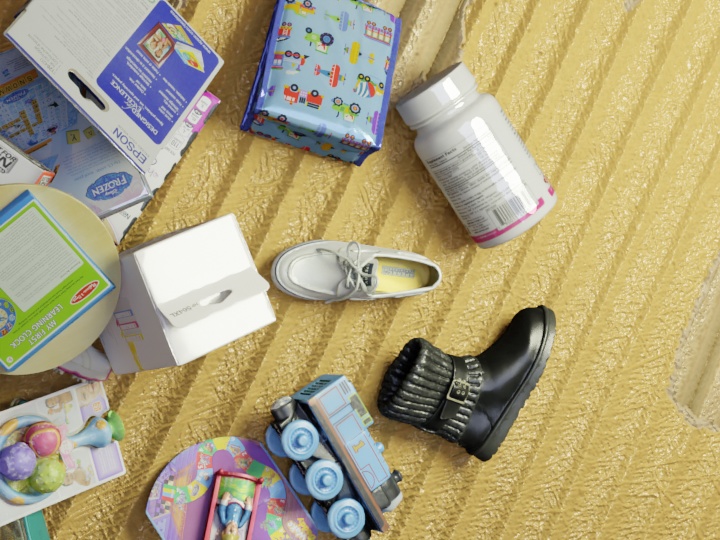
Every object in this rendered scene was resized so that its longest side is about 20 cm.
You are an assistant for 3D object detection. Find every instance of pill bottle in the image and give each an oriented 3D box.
[{"bbox_3d":[0.134,-0.136,1.618,0.113,0.113,0.200,-36,100,-13],"label":"pill bottle"}]

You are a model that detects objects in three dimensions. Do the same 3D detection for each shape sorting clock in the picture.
[{"bbox_3d":[-0.339,0.010,1.370,0.199,0.039,0.201,-4,107,-14],"label":"shape sorting clock"}]

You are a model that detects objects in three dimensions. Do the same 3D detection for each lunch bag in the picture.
[{"bbox_3d":[-0.037,-0.243,1.588,0.150,0.094,0.201,16,77,-13],"label":"lunch bag"}]

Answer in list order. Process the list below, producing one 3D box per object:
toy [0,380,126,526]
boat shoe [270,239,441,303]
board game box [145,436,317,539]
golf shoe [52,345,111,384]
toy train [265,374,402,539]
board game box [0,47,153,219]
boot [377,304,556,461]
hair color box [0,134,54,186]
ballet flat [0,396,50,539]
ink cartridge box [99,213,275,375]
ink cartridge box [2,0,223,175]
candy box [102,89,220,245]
[{"bbox_3d":[-0.334,0.195,1.469,0.200,0.047,0.116,-20,98,-47],"label":"toy"},{"bbox_3d":[0.001,0.005,1.594,0.201,0.086,0.075,5,89,-17],"label":"boat shoe"},{"bbox_3d":[-0.139,0.281,1.548,0.158,0.039,0.200,-32,83,-22],"label":"board game box"},{"bbox_3d":[-0.328,0.057,1.470,0.200,0.075,0.092,37,79,-49],"label":"golf shoe"},{"bbox_3d":[-0.025,0.220,1.591,0.114,0.087,0.201,-33,99,-20],"label":"toy train"},{"bbox_3d":[-0.348,-0.130,1.449,0.199,0.041,0.200,-23,90,-2],"label":"board game box"},{"bbox_3d":[0.128,0.108,1.636,0.157,0.079,0.212,30,83,-15],"label":"boot"},{"bbox_3d":[-0.411,-0.047,1.395,0.101,0.061,0.200,36,91,-1],"label":"hair color box"},{"bbox_3d":[-0.382,0.240,1.499,0.070,0.071,0.201,-8,91,-16],"label":"ballet flat"},{"bbox_3d":[-0.194,0.025,1.463,0.128,0.200,0.126,-26,97,-33],"label":"ink cartridge box"},{"bbox_3d":[-0.258,-0.223,1.425,0.198,0.047,0.200,47,48,-21],"label":"ink cartridge box"},{"bbox_3d":[-0.268,-0.146,1.525,0.136,0.061,0.200,36,82,-12],"label":"candy box"}]
